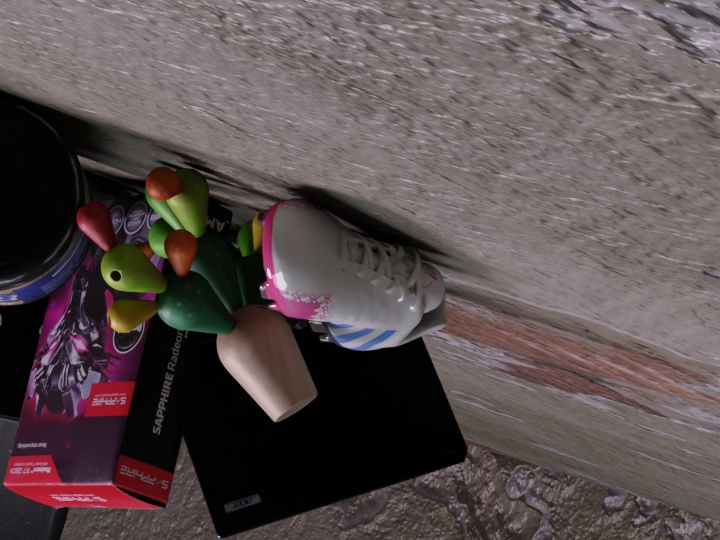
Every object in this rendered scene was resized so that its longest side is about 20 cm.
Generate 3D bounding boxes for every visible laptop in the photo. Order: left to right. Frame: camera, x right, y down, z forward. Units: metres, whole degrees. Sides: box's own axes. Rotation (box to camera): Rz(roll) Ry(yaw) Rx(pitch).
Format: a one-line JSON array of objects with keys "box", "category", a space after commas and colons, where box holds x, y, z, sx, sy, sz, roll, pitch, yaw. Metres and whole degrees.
[{"box": [-0.043, 0.091, 1.599, 0.177, 0.104, 0.200, -16, -172, -11], "category": "laptop"}]

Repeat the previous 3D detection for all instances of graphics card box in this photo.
[{"box": [-0.156, 0.051, 1.501, 0.051, 0.201, 0.125, 25, 160, -37], "category": "graphics card box"}]

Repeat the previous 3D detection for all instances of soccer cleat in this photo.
[{"box": [0.000, 0.000, 1.343, 0.086, 0.070, 0.200, -4, 167, 13], "category": "soccer cleat"}]

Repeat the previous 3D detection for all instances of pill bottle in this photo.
[{"box": [-0.217, -0.036, 1.405, 0.112, 0.112, 0.200, 19, 174, -2], "category": "pill bottle"}]

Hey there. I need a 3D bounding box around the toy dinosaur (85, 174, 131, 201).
[{"box": [-0.212, -0.050, 1.607, 0.200, 0.048, 0.088, 22, 159, -23], "category": "toy dinosaur"}]

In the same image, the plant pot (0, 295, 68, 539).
[{"box": [-0.278, 0.064, 1.629, 0.199, 0.200, 0.177, 12, 154, -15], "category": "plant pot"}]

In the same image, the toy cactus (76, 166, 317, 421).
[{"box": [-0.089, 0.017, 1.375, 0.165, 0.102, 0.200, 57, -168, 9], "category": "toy cactus"}]

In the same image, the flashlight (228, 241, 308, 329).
[{"box": [-0.088, 0.004, 1.647, 0.067, 0.068, 0.200, 10, -177, -19], "category": "flashlight"}]
